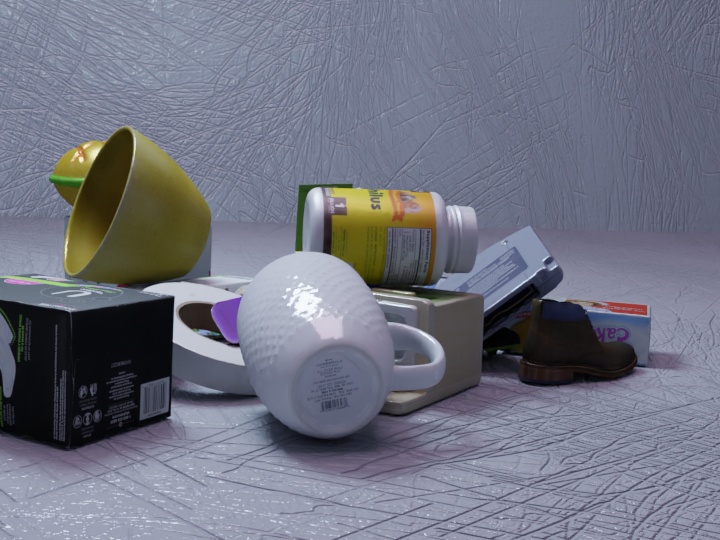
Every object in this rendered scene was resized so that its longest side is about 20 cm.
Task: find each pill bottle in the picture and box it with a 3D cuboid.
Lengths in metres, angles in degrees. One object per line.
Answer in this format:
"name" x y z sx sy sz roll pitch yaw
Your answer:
"pill bottle" 0.034 -0.039 1.283 0.196 0.112 0.109 2 7 -9

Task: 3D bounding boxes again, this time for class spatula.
"spatula" -0.095 0.054 1.269 0.057 0.021 0.199 53 26 22

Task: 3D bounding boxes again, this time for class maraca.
"maraca" -0.359 -0.136 1.619 0.196 0.109 0.137 2 14 5

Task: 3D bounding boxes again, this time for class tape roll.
"tape roll" -0.162 0.074 1.239 0.199 0.038 0.203 18 17 -6

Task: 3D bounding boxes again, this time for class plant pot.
"plant pot" -0.276 -0.064 1.416 0.140 0.203 0.199 22 -4 -29

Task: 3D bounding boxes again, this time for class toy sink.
"toy sink" 0.040 0.078 1.226 0.128 0.115 0.199 6 8 31

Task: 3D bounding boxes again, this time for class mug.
"mug" -0.014 0.080 1.057 0.196 0.151 0.176 3 17 -13

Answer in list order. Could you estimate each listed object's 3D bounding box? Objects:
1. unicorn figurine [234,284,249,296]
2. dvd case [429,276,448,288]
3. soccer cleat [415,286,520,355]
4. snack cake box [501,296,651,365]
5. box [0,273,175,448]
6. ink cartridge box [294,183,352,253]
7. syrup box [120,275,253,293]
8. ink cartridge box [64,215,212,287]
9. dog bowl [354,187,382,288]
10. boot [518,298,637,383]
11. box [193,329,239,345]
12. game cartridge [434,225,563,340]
"unicorn figurine" -0.093 0.028 1.421 0.196 0.075 0.137 -3 -5 -18
"dvd case" 0.104 0.050 1.640 0.196 0.018 0.143 5 30 23
"soccer cleat" 0.131 0.066 1.477 0.067 0.083 0.198 -4 10 -43
"snack cake box" 0.294 0.078 1.498 0.196 0.069 0.115 5 6 15
"box" -0.299 0.079 1.058 0.197 0.127 0.148 8 8 29
"ink cartridge box" -0.031 -0.029 1.691 0.075 0.204 0.147 7 9 36
"syrup box" -0.223 0.056 1.439 0.078 0.083 0.198 4 5 37
"ink cartridge box" -0.330 -0.004 1.615 0.143 0.149 0.198 -4 9 -41
"dog bowl" 0.000 0.000 1.435 0.078 0.203 0.200 -21 8 0
"boot" 0.276 0.080 1.349 0.197 0.099 0.074 -4 10 -40
"box" -0.162 0.092 1.361 0.108 0.035 0.199 7 8 34
"game cartridge" 0.156 0.030 1.394 0.199 0.041 0.134 -36 29 9
